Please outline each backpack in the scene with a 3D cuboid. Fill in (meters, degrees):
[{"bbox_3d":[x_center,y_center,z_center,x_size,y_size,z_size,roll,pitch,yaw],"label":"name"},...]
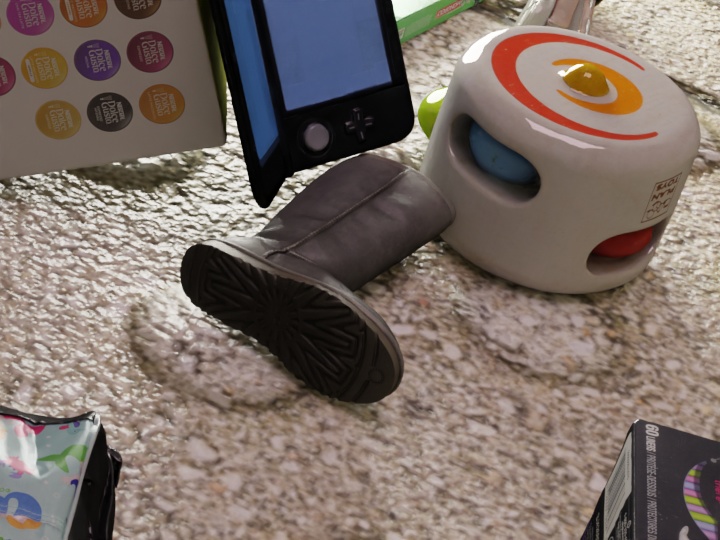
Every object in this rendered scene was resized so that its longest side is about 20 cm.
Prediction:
[{"bbox_3d":[-0.182,0.166,0.865,0.150,0.178,0.200,7,33,-13],"label":"backpack"}]

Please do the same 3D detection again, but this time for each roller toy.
[{"bbox_3d":[0.145,-0.085,1.398,0.200,0.140,0.183,13,35,-8],"label":"roller toy"}]

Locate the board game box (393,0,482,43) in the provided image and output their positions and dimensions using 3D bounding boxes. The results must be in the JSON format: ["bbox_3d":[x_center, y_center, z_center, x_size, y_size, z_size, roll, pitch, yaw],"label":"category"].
[{"bbox_3d":[0.021,-0.255,1.680,0.134,0.029,0.200,33,37,20],"label":"board game box"}]

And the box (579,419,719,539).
[{"bbox_3d":[0.229,0.181,1.092,0.200,0.106,0.122,16,35,-4],"label":"box"}]

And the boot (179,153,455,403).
[{"bbox_3d":[0.001,-0.001,1.292,0.182,0.073,0.200,35,31,23],"label":"boot"}]

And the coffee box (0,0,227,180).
[{"bbox_3d":[-0.198,-0.203,1.309,0.197,0.200,0.200,-8,35,2],"label":"coffee box"}]

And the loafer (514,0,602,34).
[{"bbox_3d":[0.183,-0.237,1.706,0.063,0.072,0.200,34,41,-5],"label":"loafer"}]

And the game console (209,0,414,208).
[{"bbox_3d":[-0.034,-0.161,1.297,0.176,0.200,0.116,-18,15,-24],"label":"game console"}]
